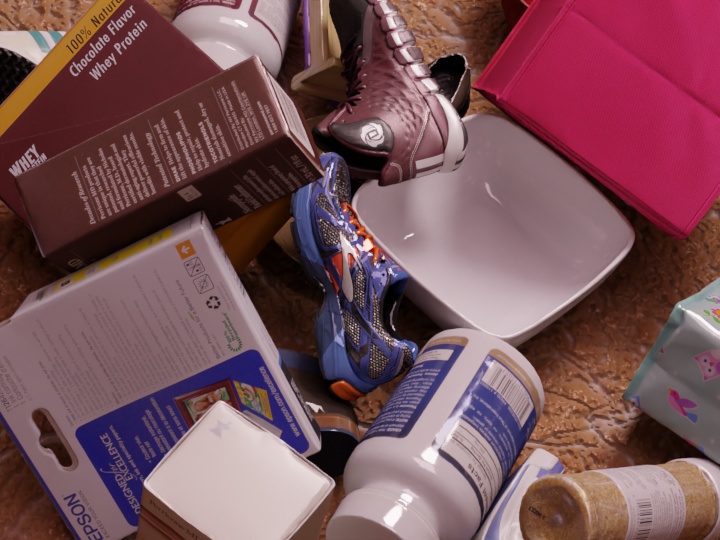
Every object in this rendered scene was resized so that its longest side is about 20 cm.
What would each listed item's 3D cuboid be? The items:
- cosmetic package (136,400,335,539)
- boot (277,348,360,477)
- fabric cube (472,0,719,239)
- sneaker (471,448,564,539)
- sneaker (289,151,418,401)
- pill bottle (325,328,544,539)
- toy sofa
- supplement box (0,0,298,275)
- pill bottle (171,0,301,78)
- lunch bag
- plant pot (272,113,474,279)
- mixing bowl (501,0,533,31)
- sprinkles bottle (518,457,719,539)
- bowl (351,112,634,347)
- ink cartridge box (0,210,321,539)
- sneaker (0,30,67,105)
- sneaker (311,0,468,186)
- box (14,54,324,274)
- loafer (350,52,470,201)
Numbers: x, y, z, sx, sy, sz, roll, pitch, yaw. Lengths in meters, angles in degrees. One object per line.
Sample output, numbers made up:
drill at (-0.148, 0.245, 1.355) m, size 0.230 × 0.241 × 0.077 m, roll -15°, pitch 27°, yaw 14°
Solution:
cosmetic package at (-0.094, 0.194, 1.096) m, size 0.103 × 0.200 × 0.087 m, roll 34°, pitch 55°, yaw 14°
boot at (-0.101, 0.112, 1.252) m, size 0.199 × 0.075 × 0.097 m, roll 6°, pitch 37°, yaw -9°
fabric cube at (0.239, -0.173, 1.362) m, size 0.199 × 0.196 × 0.200 m, roll 34°, pitch 97°, yaw -8°
sneaker at (0.127, 0.243, 1.187) m, size 0.115 × 0.081 × 0.200 m, roll 34°, pitch 46°, yaw -3°
sneaker at (0.000, 0.000, 1.260) m, size 0.078 × 0.075 × 0.201 m, roll -16°, pitch 81°, yaw 19°
pill bottle at (0.055, 0.147, 1.207) m, size 0.111 × 0.111 × 0.200 m, roll 28°, pitch 49°, yaw 11°
toy sofa at (-0.028, -0.257, 1.461) m, size 0.083 × 0.097 × 0.201 m, roll 8°, pitch 73°, yaw -40°
supplement box at (-0.174, -0.087, 1.283) m, size 0.200 × 0.133 × 0.197 m, roll 42°, pitch 89°, yaw 20°
pill bottle at (-0.119, -0.225, 1.463) m, size 0.109 × 0.110 × 0.200 m, roll 14°, pitch 52°, yaw 0°
lunch bag at (0.339, 0.086, 1.305) m, size 0.170 × 0.122 × 0.200 m, roll 36°, pitch 29°, yaw 21°
plant pot at (0.003, -0.059, 1.414) m, size 0.199 × 0.028 × 0.201 m, roll 5°, pitch 52°, yaw -6°
mixing bowl at (0.220, -0.262, 1.555) m, size 0.199 × 0.109 × 0.201 m, roll 5°, pitch 52°, yaw -6°
sprinkles bottle at (0.205, 0.181, 1.192) m, size 0.200 × 0.068 × 0.068 m, roll 3°, pitch 46°, yaw -46°
bowl at (0.108, -0.024, 1.344) m, size 0.200 × 0.075 × 0.200 m, roll -35°, pitch 66°, yaw -29°
ink cartridge box at (-0.159, 0.086, 1.158) m, size 0.199 × 0.198 × 0.047 m, roll -24°, pitch 21°, yaw 8°
sneaker at (-0.276, -0.186, 1.443) m, size 0.199 × 0.071 × 0.094 m, roll 11°, pitch 35°, yaw 0°
sneaker at (-0.003, -0.154, 1.326) m, size 0.115 × 0.076 × 0.200 m, roll -23°, pitch 65°, yaw -21°
box at (-0.137, -0.069, 1.146) m, size 0.199 × 0.100 × 0.075 m, roll -24°, pitch 72°, yaw 8°
loafer at (0.036, -0.133, 1.414) m, size 0.073 × 0.071 × 0.200 m, roll 29°, pitch 53°, yaw 11°
